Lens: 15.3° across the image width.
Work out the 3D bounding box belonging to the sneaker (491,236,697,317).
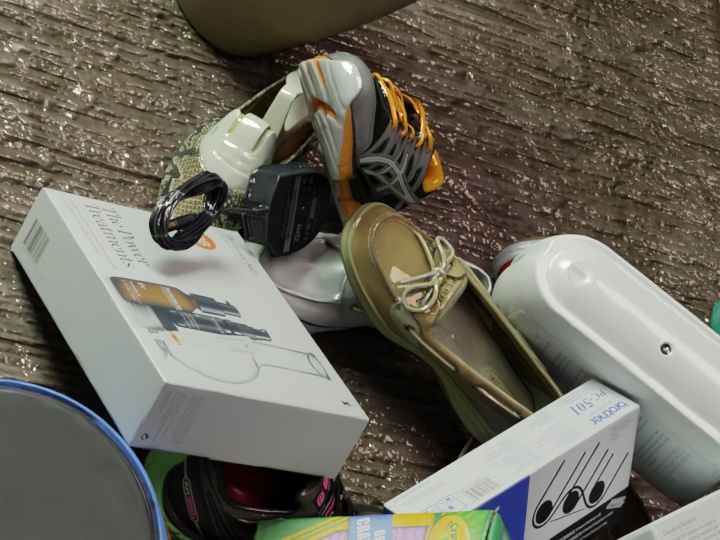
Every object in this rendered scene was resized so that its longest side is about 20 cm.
[{"bbox_3d":[0.175,0.058,1.890,0.199,0.071,0.113,27,45,-31],"label":"sneaker"}]

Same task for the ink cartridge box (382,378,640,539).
[{"bbox_3d":[0.093,0.152,1.678,0.044,0.094,0.199,30,41,34],"label":"ink cartridge box"}]

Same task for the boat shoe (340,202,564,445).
[{"bbox_3d":[0.064,0.034,1.727,0.201,0.063,0.073,55,53,-20],"label":"boat shoe"}]

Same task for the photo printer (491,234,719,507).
[{"bbox_3d":[0.174,0.062,1.774,0.200,0.166,0.070,38,72,6],"label":"photo printer"}]

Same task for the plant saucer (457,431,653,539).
[{"bbox_3d":[0.126,0.195,1.783,0.200,0.034,0.201,24,49,-31],"label":"plant saucer"}]

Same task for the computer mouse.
[{"bbox_3d":[-0.078,-0.039,1.658,0.200,0.034,0.059,-6,110,-62],"label":"computer mouse"}]

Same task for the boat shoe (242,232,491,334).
[{"bbox_3d":[0.000,0.000,1.765,0.199,0.067,0.074,5,61,-41],"label":"boat shoe"}]

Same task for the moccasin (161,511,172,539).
[{"bbox_3d":[-0.143,0.172,1.511,0.078,0.073,0.202,5,63,-81],"label":"moccasin"}]

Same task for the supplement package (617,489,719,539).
[{"bbox_3d":[0.212,0.211,1.711,0.199,0.156,0.111,-17,77,-47],"label":"supplement package"}]

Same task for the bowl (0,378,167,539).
[{"bbox_3d":[-0.200,0.150,1.440,0.199,0.039,0.202,6,62,-12],"label":"bowl"}]

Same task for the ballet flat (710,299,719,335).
[{"bbox_3d":[0.310,0.098,1.988,0.067,0.070,0.201,-1,64,-25],"label":"ballet flat"}]

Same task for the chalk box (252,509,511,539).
[{"bbox_3d":[0.036,0.222,1.532,0.124,0.199,0.125,-73,151,-43],"label":"chalk box"}]

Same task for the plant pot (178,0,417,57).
[{"bbox_3d":[-0.032,-0.231,1.786,0.187,0.200,0.188,22,51,-30],"label":"plant pot"}]

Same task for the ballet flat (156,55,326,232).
[{"bbox_3d":[-0.066,-0.090,1.755,0.068,0.075,0.200,41,42,3],"label":"ballet flat"}]

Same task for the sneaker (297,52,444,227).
[{"bbox_3d":[0.009,-0.091,1.725,0.077,0.200,0.079,-17,71,-1],"label":"sneaker"}]

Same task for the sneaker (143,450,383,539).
[{"bbox_3d":[-0.037,0.149,1.619,0.199,0.084,0.077,22,52,-35],"label":"sneaker"}]

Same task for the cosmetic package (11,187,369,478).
[{"bbox_3d":[-0.103,0.036,1.593,0.150,0.052,0.200,15,26,-39],"label":"cosmetic package"}]
